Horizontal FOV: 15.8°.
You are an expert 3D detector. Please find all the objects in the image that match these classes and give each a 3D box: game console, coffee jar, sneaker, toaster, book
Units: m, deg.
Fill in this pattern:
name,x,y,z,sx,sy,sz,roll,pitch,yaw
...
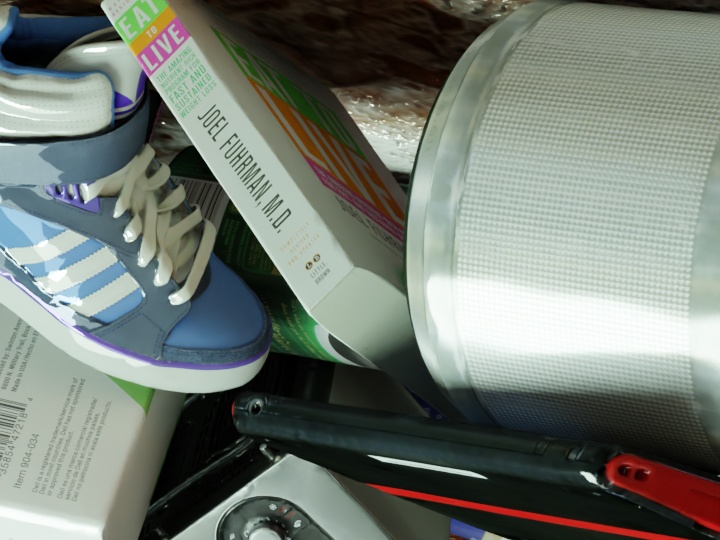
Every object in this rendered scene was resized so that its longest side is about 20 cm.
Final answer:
name,x,y,z,sx,sy,sz,roll,pitch,yaw
game console,0.075,0.079,0.951,0.177,0.031,0.200,26,165,-41
coffee jar,0.000,0.000,1.244,0.199,0.086,0.104,11,158,28
sneaker,-0.105,-0.038,1.144,0.199,0.081,0.147,28,132,-10
toaster,-0.056,0.127,1.325,0.119,0.181,0.200,48,-161,-17
book,-0.020,-0.027,1.029,0.134,0.048,0.200,37,-167,-48

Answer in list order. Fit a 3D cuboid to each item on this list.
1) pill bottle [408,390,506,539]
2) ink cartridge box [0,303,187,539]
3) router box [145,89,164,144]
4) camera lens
name,x,y,z,sx,sy,sz,roll,pitch,yaw
pill bottle,0.012,0.074,1.448,0.199,0.116,0.116,18,166,2
ink cartridge box,-0.194,0.064,1.228,0.199,0.146,0.084,12,143,7
router box,-0.211,-0.062,1.244,0.199,0.051,0.149,21,144,-12
camera lens,0.127,-0.009,0.908,0.199,0.161,0.160,9,163,31
